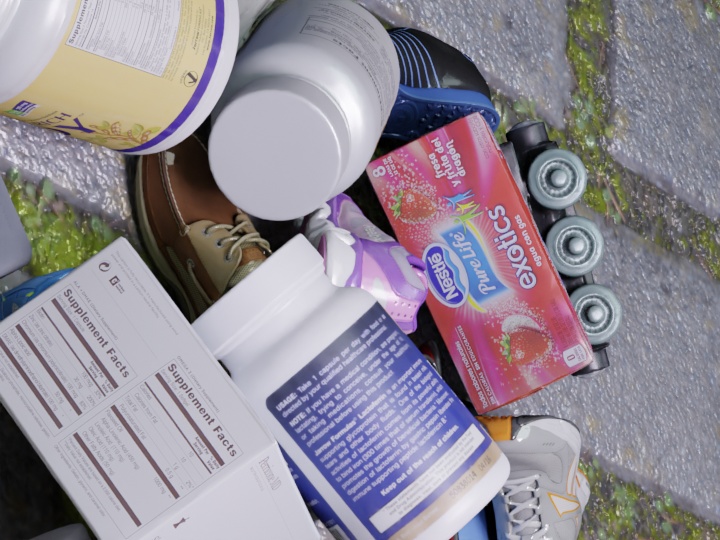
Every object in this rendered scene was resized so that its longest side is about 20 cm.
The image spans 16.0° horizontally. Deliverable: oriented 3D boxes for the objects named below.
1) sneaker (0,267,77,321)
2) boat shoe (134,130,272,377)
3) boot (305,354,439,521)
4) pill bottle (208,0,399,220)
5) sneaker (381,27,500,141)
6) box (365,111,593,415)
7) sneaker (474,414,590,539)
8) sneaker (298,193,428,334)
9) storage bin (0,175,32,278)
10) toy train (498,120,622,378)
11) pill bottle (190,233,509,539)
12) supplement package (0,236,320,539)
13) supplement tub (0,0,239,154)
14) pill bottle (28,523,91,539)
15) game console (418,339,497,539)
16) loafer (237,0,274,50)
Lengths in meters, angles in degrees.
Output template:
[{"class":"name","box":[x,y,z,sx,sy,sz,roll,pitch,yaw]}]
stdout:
[{"class":"sneaker","box":[-0.161,0.042,1.580,0.199,0.105,0.076,0,74,-49]},{"class":"boat shoe","box":[-0.086,0.000,1.706,0.075,0.074,0.201,-20,90,-41]},{"class":"boot","box":[0.007,0.081,1.741,0.068,0.130,0.201,36,49,-33]},{"class":"pill bottle","box":[-0.040,-0.108,1.732,0.115,0.114,0.200,58,18,-14]},{"class":"sneaker","box":[0.014,-0.146,1.909,0.199,0.070,0.078,15,40,-39]},{"class":"box","box":[0.088,-0.005,1.857,0.100,0.095,0.201,-3,68,-84]},{"class":"sneaker","box":[0.125,0.169,1.842,0.200,0.075,0.093,57,35,-59]},{"class":"sneaker","box":[0.000,0.000,1.735,0.088,0.200,0.081,13,104,-9]},{"class":"storage bin","box":[-0.290,-0.013,1.430,0.200,0.134,0.146,-27,96,-52]},{"class":"toy train","box":[0.125,-0.009,1.944,0.085,0.113,0.201,-173,-112,-85]},{"class":"pill bottle","box":[-0.010,0.083,1.588,0.200,0.116,0.116,51,41,-2]},{"class":"supplement package","box":[-0.120,0.102,1.481,0.156,0.111,0.200,51,-7,21]},{"class":"supplement tub","box":[-0.190,-0.162,1.602,0.199,0.145,0.146,16,62,-45]},{"class":"pill bottle","box":[-0.159,0.255,1.480,0.119,0.119,0.201,-29,97,-51]},{"class":"game console","box":[0.074,0.168,1.793,0.172,0.118,0.201,14,64,-46]},{"class":"loafer","box":[-0.100,-0.193,1.782,0.070,0.070,0.200,40,35,-8]}]
